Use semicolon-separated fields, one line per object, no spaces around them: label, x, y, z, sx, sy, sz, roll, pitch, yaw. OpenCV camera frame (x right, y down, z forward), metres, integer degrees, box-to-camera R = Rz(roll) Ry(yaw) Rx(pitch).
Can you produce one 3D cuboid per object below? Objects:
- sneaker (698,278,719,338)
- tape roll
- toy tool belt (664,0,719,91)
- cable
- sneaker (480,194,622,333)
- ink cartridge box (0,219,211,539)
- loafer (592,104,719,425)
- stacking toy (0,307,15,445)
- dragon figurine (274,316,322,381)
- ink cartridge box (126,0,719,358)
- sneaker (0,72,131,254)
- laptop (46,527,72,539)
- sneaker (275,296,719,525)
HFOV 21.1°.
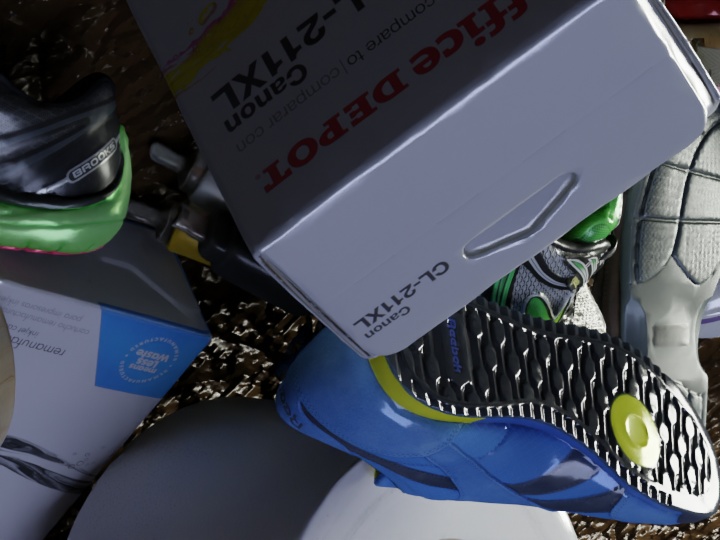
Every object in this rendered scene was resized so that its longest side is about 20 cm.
sneaker;0.208;-0.061;0.928;0.200;0.073;0.114;-40;138;-3
tape roll;-0.015;0.160;0.831;0.201;0.138;0.205;-3;94;-44
toy tool belt;0.196;-0.145;0.802;0.198;0.125;0.124;-13;106;-29
cable;0.000;0.000;0.815;0.199;0.051;0.097;30;136;-22
sneaker;0.070;-0.003;0.771;0.084;0.079;0.200;-13;154;14
ink cartridge box;-0.170;0.062;0.823;0.115;0.068;0.200;17;123;-42
loafer;0.128;0.009;0.904;0.071;0.063;0.202;9;87;-39
stacking toy;-0.232;0.050;0.724;0.198;0.086;0.085;-13;146;21
dragon figurine;0.047;0.035;0.934;0.199;0.099;0.059;-14;142;-49
ink cartridge box;0.005;-0.096;0.649;0.145;0.201;0.083;-36;142;9
sneaker;-0.178;-0.058;0.696;0.198;0.077;0.085;10;88;-27
laptop;-0.176;0.203;0.945;0.176;0.200;0.104;-26;105;-5
sneaker;0.056;0.061;0.753;0.199;0.067;0.078;21;141;-35
